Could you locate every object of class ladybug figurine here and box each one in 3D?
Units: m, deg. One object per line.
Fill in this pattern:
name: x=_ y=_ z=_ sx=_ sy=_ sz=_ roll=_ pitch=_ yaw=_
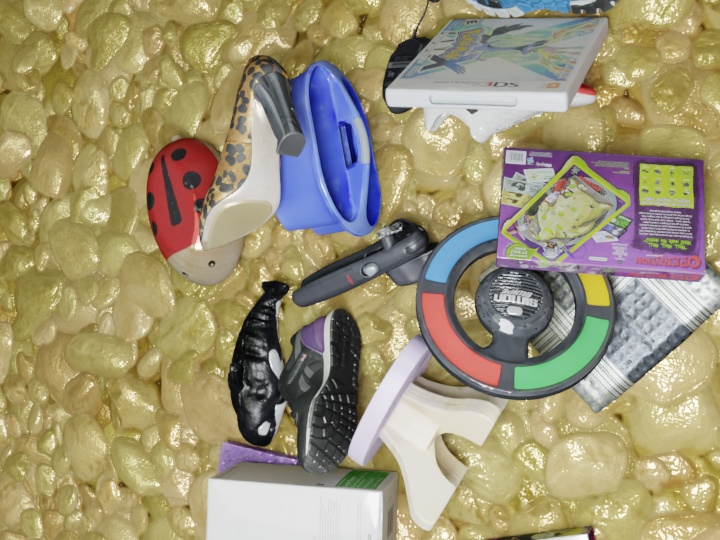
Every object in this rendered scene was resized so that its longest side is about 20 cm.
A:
ladybug figurine: x=-0.219 y=-0.080 z=1.087 sx=0.134 sy=0.072 sz=0.203 roll=-24 pitch=77 yaw=22

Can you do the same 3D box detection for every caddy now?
caddy: x=-0.036 y=-0.133 z=0.966 sx=0.103 sy=0.141 sz=0.204 roll=-15 pitch=82 yaw=27

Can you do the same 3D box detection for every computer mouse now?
computer mouse: x=0.074 y=-0.276 z=0.986 sx=0.058 sy=0.034 sz=0.203 roll=20 pitch=91 yaw=54

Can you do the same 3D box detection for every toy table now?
toy table: x=0.071 y=0.163 z=0.892 sx=0.116 sy=0.201 sz=0.185 roll=32 pitch=67 yaw=13

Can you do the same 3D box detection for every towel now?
towel: x=0.248 y=0.013 z=0.889 sx=0.193 sy=0.034 sz=0.201 roll=-46 pitch=72 yaw=19

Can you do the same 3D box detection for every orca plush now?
orca plush: x=-0.124 y=0.113 z=1.032 sx=0.104 sy=0.071 sz=0.203 roll=20 pitch=96 yaw=25

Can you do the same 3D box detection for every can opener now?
can opener: x=0.000 y=0.000 z=0.978 sx=0.198 sy=0.063 sz=0.080 roll=-21 pitch=99 yaw=27

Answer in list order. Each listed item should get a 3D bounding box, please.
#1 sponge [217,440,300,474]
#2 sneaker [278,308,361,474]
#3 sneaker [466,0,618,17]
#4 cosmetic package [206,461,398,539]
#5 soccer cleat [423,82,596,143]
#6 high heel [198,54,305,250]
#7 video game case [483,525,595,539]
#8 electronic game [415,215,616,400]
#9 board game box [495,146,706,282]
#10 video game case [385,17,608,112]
sponge: x=-0.130 y=0.320 z=1.046 sx=0.110 sy=0.030 sz=0.204 roll=5 pitch=88 yaw=24
sneaker: x=-0.053 y=0.144 z=0.966 sx=0.087 sy=0.076 sz=0.202 roll=-21 pitch=40 yaw=30
sneaker: x=0.193 y=-0.327 z=0.918 sx=0.197 sy=0.075 sz=0.088 roll=13 pitch=66 yaw=29
cosmetic package: x=-0.062 y=0.270 z=0.954 sx=0.196 sy=0.108 sz=0.087 roll=2 pitch=89 yaw=11
soccer cleat: x=0.156 y=-0.179 z=0.923 sx=0.197 sy=0.068 sz=0.087 roll=11 pitch=103 yaw=26
high heel: x=-0.130 y=-0.127 z=0.922 sx=0.200 sy=0.071 sz=0.144 roll=-47 pitch=47 yaw=33
video game case: x=0.177 y=0.383 z=0.893 sx=0.179 sy=0.036 sz=0.204 roll=-15 pitch=81 yaw=25
electronic game: x=0.152 y=0.032 z=0.844 sx=0.196 sy=0.042 sz=0.203 roll=-1 pitch=60 yaw=2
board game box: x=0.235 y=-0.056 z=0.841 sx=0.196 sy=0.032 sz=0.122 roll=5 pitch=68 yaw=7
video game case: x=0.143 y=-0.214 z=0.869 sx=0.179 sy=0.201 sz=0.022 roll=7 pitch=127 yaw=25
